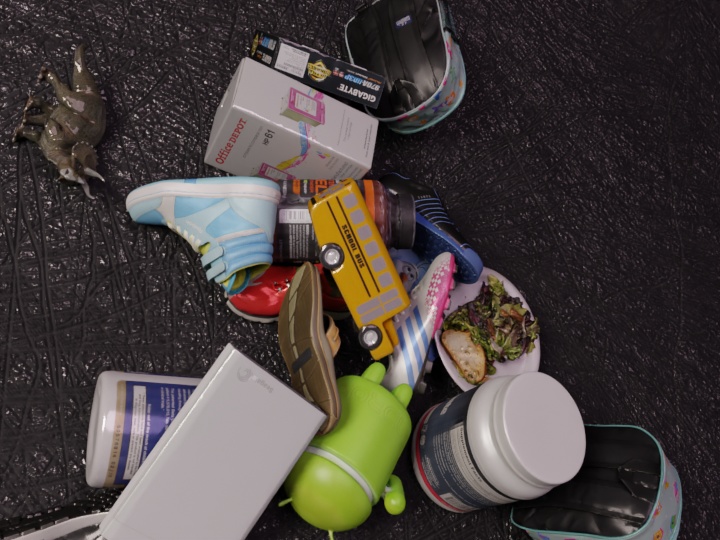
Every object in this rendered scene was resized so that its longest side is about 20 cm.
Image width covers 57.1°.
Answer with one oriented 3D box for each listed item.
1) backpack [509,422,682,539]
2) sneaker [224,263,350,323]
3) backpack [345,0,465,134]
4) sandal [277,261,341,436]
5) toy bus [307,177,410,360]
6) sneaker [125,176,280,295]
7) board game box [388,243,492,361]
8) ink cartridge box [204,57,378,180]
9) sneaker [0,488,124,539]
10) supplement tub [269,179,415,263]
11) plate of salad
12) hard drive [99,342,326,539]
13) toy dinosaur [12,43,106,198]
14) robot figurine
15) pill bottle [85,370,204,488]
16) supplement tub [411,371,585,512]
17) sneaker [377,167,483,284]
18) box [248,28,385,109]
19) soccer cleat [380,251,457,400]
[{"bbox_3d":[0.317,0.297,0.868,0.154,0.198,0.178,47,50,-21],"label":"backpack"},{"bbox_3d":[-0.076,0.016,0.845,0.195,0.085,0.079,-1,66,-30],"label":"sneaker"},{"bbox_3d":[0.078,-0.321,1.039,0.149,0.174,0.205,21,53,-56],"label":"backpack"},{"bbox_3d":[-0.049,0.089,0.758,0.053,0.080,0.204,12,52,-40],"label":"sandal"},{"bbox_3d":[0.000,0.000,0.791,0.077,0.065,0.204,-26,105,-2],"label":"toy bus"},{"bbox_3d":[-0.190,-0.037,0.781,0.194,0.079,0.135,-2,85,16],"label":"sneaker"},{"bbox_3d":[0.091,0.010,0.971,0.198,0.043,0.201,-34,87,-36],"label":"board game box"},{"bbox_3d":[-0.096,-0.174,0.887,0.196,0.144,0.087,21,61,-19],"label":"ink cartridge box"},{"bbox_3d":[-0.265,0.271,0.636,0.195,0.075,0.090,-5,89,-32],"label":"sneaker"},{"bbox_3d":[-0.029,-0.064,0.861,0.194,0.108,0.110,0,65,-6],"label":"supplement tub"},{"bbox_3d":[0.188,0.087,0.939,0.195,0.048,0.206,12,65,-26],"label":"plate of salad"},{"bbox_3d":[-0.136,0.191,0.643,0.131,0.026,0.202,40,81,-29],"label":"hard drive"},{"bbox_3d":[-0.351,-0.178,0.799,0.101,0.076,0.205,25,51,-32],"label":"toy dinosaur"},{"bbox_3d":[-0.014,0.208,0.770,0.174,0.116,0.201,36,54,-2],"label":"robot figurine"},{"bbox_3d":[-0.178,0.169,0.696,0.195,0.111,0.114,9,63,-26],"label":"pill bottle"},{"bbox_3d":[0.163,0.214,0.817,0.137,0.200,0.144,13,60,-24],"label":"supplement tub"},{"bbox_3d":[0.103,-0.069,0.939,0.199,0.070,0.078,40,59,6],"label":"sneaker"},{"bbox_3d":[-0.068,-0.291,0.946,0.155,0.047,0.200,14,17,-24],"label":"box"},{"bbox_3d":[0.067,0.064,0.864,0.084,0.070,0.205,17,79,4],"label":"soccer cleat"}]
